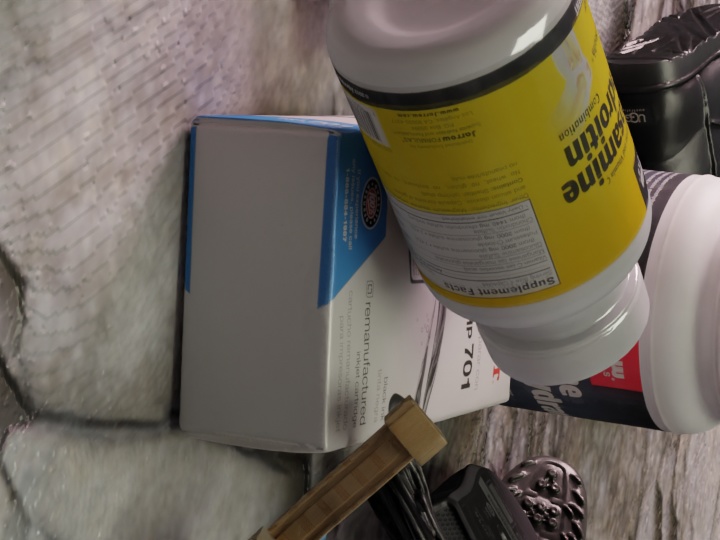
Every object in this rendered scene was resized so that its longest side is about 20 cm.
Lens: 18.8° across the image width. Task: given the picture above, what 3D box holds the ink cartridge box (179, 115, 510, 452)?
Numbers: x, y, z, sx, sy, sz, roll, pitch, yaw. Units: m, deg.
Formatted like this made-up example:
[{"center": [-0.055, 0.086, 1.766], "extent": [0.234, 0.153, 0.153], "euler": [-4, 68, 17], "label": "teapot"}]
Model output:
[{"center": [0.000, 0.000, 1.055], "extent": [0.200, 0.085, 0.148], "euler": [-8, 102, -60], "label": "ink cartridge box"}]

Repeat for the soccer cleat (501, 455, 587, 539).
[{"center": [0.090, 0.211, 1.315], "extent": [0.073, 0.068, 0.201], "euler": [92, 11, -68], "label": "soccer cleat"}]

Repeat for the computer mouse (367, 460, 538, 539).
[{"center": [0.052, 0.157, 1.195], "extent": [0.139, 0.053, 0.200], "euler": [59, 13, 8], "label": "computer mouse"}]

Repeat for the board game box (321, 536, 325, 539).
[{"center": [0.018, 0.224, 1.010], "extent": [0.026, 0.199, 0.200], "euler": [-55, 177, 28], "label": "board game box"}]

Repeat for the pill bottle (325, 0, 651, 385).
[{"center": [0.066, -0.047, 0.963], "extent": [0.112, 0.111, 0.201], "euler": [-60, 140, -37], "label": "pill bottle"}]

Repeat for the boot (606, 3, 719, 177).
[{"center": [0.233, -0.085, 1.486], "extent": [0.200, 0.076, 0.169], "euler": [-31, 120, -48], "label": "boot"}]

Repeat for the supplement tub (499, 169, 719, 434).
[{"center": [0.140, 0.013, 1.202], "extent": [0.140, 0.199, 0.142], "euler": [-22, 115, -59], "label": "supplement tub"}]

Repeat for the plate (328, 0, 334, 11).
[{"center": [0.028, -0.220, 1.112], "extent": [0.199, 0.032, 0.202], "euler": [-29, 121, -58], "label": "plate"}]

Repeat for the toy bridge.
[{"center": [-0.042, 0.132, 0.967], "extent": [0.200, 0.027, 0.067], "euler": [-44, -179, 1], "label": "toy bridge"}]
